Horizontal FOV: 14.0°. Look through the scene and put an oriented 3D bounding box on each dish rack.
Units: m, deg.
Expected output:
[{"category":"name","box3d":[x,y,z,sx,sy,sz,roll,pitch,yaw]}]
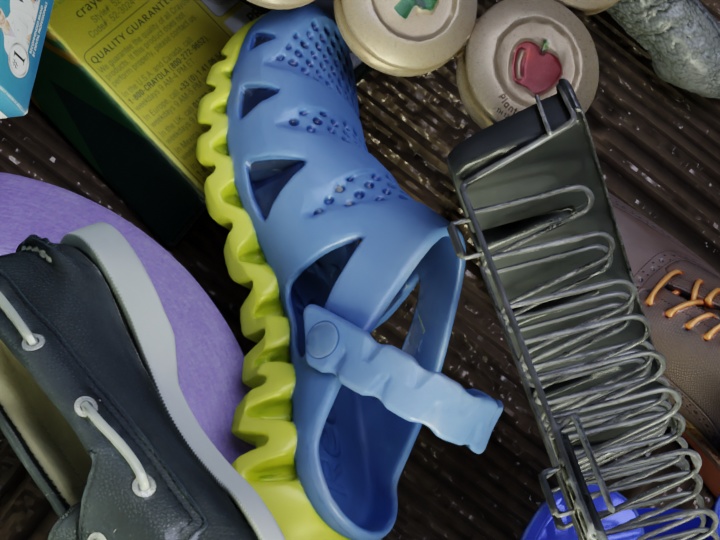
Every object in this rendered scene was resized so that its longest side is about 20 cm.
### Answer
[{"category":"dish rack","box3d":[0.080,0.057,0.919,0.054,0.154,0.200,-20,42,3]}]

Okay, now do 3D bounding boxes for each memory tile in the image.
[{"category":"memory tile","box3d":[0.013,-0.148,1.005,0.199,0.017,0.154,27,76,-13]}]

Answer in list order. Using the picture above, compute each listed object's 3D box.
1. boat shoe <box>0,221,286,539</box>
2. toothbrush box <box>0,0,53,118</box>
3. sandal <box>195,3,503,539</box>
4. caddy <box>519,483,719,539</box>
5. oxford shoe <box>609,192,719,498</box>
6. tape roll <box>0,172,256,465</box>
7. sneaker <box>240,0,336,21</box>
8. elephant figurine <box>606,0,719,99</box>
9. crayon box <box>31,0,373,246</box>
[{"category":"boat shoe","box3d":[-0.071,0.075,0.915,0.060,0.076,0.200,-16,55,-24]},{"category":"toothbrush box","box3d":[-0.208,-0.125,0.928,0.200,0.146,0.086,43,49,-49]},{"category":"sandal","box3d":[0.000,0.000,0.988,0.079,0.087,0.201,19,56,-54]},{"category":"caddy","box3d":[0.114,0.165,1.017,0.141,0.105,0.201,-3,60,-5]},{"category":"oxford shoe","box3d":[0.125,0.019,1.097,0.200,0.073,0.071,41,61,-2]},{"category":"tape roll","box3d":[-0.132,0.070,0.979,0.199,0.066,0.201,8,67,-19]},{"category":"sneaker","box3d":[-0.047,-0.173,1.039,0.074,0.088,0.200,-40,87,-30]},{"category":"elephant figurine","box3d":[0.092,-0.180,1.116,0.200,0.155,0.142,38,95,10]},{"category":"crayon box","box3d":[-0.089,-0.124,1.082,0.200,0.051,0.127,47,60,1]}]
